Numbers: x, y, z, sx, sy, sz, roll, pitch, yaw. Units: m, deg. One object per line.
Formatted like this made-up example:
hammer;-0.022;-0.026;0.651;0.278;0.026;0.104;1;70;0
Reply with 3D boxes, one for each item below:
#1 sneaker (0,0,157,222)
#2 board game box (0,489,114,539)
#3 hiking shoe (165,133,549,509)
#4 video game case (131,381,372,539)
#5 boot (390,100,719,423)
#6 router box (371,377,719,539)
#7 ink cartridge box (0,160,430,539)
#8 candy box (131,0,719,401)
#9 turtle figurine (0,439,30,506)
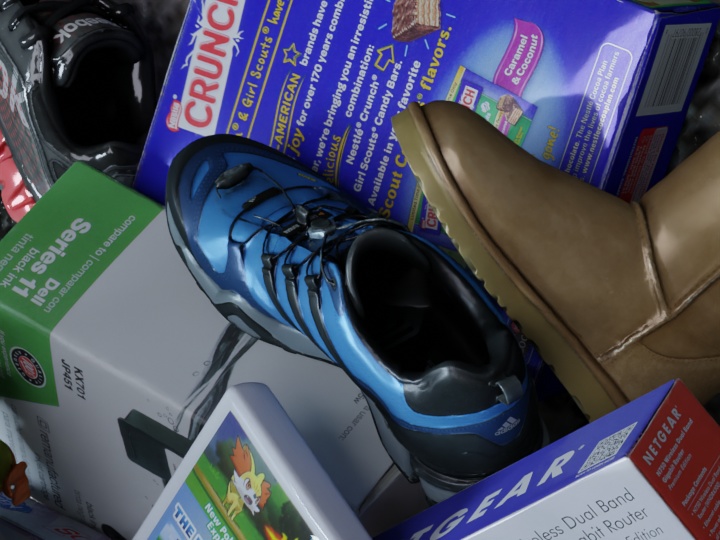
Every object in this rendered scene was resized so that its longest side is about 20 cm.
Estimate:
sneaker;-0.141;-0.106;1.277;0.098;0.071;0.201;-39;76;53
board game box;-0.135;0.207;1.232;0.199;0.041;0.201;21;100;42
hiking shoe;0.000;0.000;1.116;0.200;0.074;0.087;40;153;27
video game case;-0.032;0.175;1.083;0.200;0.022;0.183;54;128;29
boot;0.134;-0.045;1.103;0.200;0.066;0.175;-36;111;6
router box;0.092;0.153;1.064;0.180;0.049;0.200;49;133;-9
ink cartridge box;-0.055;0.066;1.213;0.199;0.083;0.147;28;147;23
candy box;0.022;-0.063;1.206;0.199;0.077;0.170;25;106;22
turtle figurine;-0.176;0.058;1.176;0.064;0.161;0.200;-29;49;9
